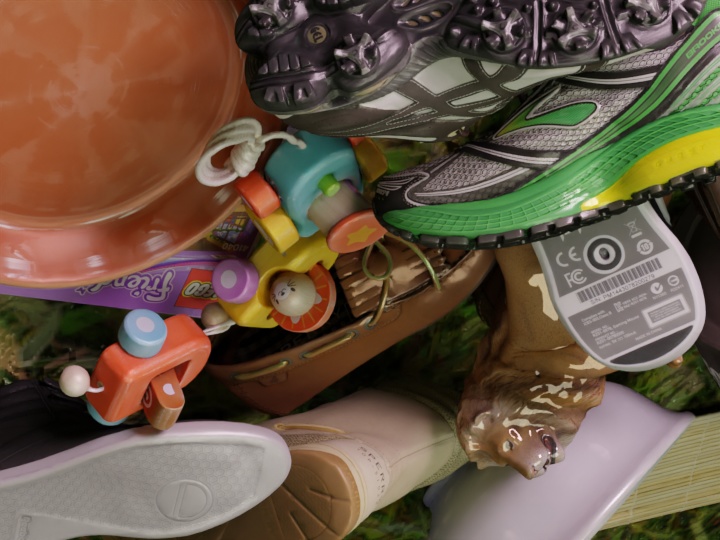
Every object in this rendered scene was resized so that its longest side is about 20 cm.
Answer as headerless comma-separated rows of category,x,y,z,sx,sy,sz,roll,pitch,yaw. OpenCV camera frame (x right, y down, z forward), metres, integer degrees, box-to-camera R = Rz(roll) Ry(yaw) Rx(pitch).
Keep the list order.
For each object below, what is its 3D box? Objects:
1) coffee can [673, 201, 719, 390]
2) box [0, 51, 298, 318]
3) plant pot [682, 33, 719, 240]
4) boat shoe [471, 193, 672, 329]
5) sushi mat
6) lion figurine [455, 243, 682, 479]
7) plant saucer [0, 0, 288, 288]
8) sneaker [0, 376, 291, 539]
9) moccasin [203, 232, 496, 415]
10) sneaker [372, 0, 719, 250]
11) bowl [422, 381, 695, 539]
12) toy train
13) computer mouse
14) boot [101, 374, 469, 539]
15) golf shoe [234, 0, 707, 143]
coffee can,0.278,0.042,1.180,0.146,0.147,0.200,-32,135,5
box,-0.135,-0.049,0.981,0.199,0.039,0.137,8,124,-31
plant pot,0.231,-0.122,0.980,0.197,0.201,0.201,-28,136,6
boat shoe,0.141,-0.036,1.101,0.072,0.068,0.200,25,115,-37
sushi mat,0.222,0.128,1.328,0.199,0.012,0.096,-11,132,-16
lion figurine,0.101,0.011,1.044,0.122,0.073,0.201,-10,115,-2
plant saucer,-0.126,-0.080,0.908,0.199,0.032,0.201,-14,133,-15
sneaker,-0.134,0.091,1.056,0.199,0.099,0.071,-12,124,7
moccasin,0.000,-0.001,1.070,0.201,0.074,0.078,-32,146,18
sneaker,0.096,-0.063,0.903,0.199,0.086,0.078,-20,175,18
bowl,0.100,0.132,1.192,0.201,0.090,0.201,-46,170,-10
toy train,-0.055,0.007,0.966,0.150,0.056,0.200,-22,153,-44
computer mouse,0.101,-0.043,0.964,0.109,0.044,0.201,-23,107,16
boot,-0.042,0.111,1.137,0.199,0.073,0.155,-13,-174,38
golf shoe,0.049,-0.102,0.862,0.199,0.078,0.095,-7,161,10
